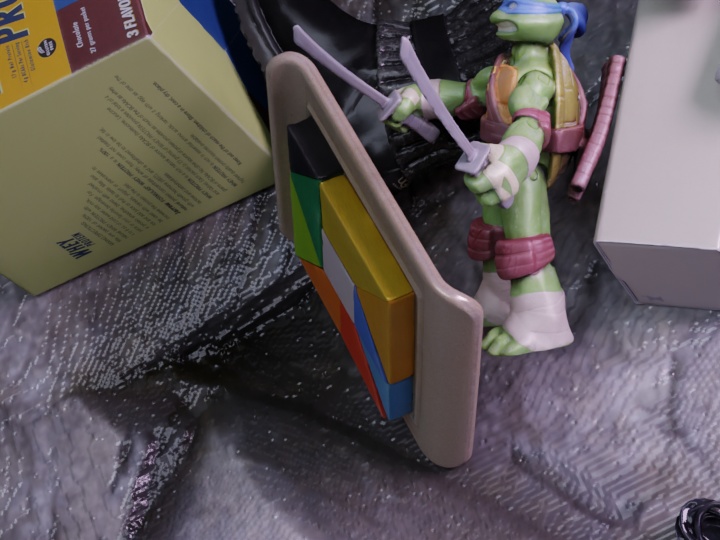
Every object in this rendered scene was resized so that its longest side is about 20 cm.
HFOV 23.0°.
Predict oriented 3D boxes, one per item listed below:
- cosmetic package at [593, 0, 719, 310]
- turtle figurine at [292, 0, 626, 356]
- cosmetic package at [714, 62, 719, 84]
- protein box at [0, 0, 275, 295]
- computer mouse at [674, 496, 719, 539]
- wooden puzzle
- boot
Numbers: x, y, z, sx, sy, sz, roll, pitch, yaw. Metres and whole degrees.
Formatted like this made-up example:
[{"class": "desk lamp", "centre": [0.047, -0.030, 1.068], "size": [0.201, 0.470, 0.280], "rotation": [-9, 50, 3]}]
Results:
[{"class": "cosmetic package", "centre": [0.193, -0.088, 0.999], "size": [0.073, 0.104, 0.200], "rotation": [4, 72, 24]}, {"class": "turtle figurine", "centre": [0.051, -0.053, 0.980], "size": [0.144, 0.200, 0.194], "rotation": [7, 109, 44]}, {"class": "cosmetic package", "centre": [0.292, -0.159, 0.960], "size": [0.052, 0.151, 0.200], "rotation": [-2, 64, 61]}, {"class": "protein box", "centre": [-0.186, -0.112, 1.116], "size": [0.200, 0.199, 0.135], "rotation": [-25, 61, 13]}, {"class": "computer mouse", "centre": [0.272, 0.112, 0.917], "size": [0.200, 0.053, 0.139], "rotation": [-51, 57, 10]}, {"class": "wooden puzzle", "centre": [0.000, 0.000, 1.002], "size": [0.037, 0.185, 0.200], "rotation": [-26, 60, -16]}, {"class": "boot", "centre": [0.023, -0.147, 1.108], "size": [0.158, 0.079, 0.211], "rotation": [-32, 71, 16]}]
